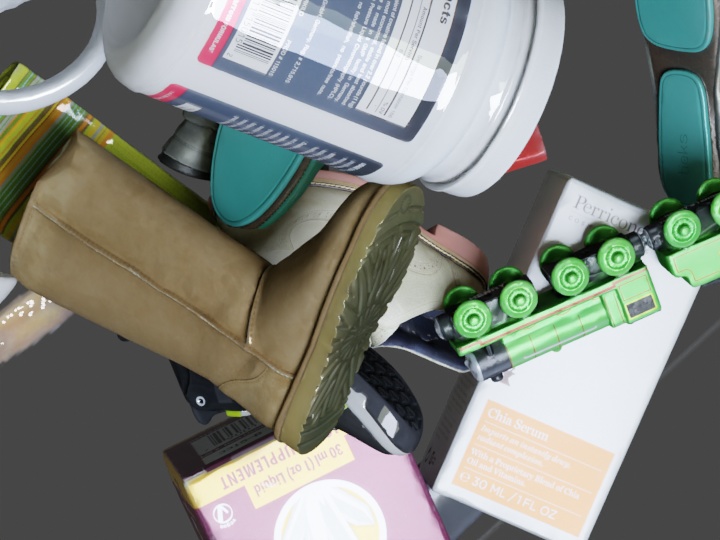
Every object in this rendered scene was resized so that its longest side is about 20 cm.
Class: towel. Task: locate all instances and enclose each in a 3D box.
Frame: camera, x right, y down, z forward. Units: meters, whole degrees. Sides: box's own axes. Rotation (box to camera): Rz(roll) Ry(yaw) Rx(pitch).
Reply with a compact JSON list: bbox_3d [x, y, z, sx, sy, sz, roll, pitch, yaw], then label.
[{"bbox_3d":[-0.145,-0.030,1.611,0.200,0.018,0.086,36,96,-28],"label":"towel"}]

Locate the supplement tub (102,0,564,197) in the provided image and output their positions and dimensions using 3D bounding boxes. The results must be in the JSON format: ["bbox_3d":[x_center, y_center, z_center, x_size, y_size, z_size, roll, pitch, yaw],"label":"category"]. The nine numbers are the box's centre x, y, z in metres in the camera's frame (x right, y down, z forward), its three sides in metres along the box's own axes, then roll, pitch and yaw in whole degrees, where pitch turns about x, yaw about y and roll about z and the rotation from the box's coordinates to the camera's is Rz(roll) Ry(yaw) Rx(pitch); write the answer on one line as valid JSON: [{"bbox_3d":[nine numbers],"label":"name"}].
[{"bbox_3d":[-0.014,-0.126,1.410,0.199,0.140,0.141,20,103,-23],"label":"supplement tub"}]

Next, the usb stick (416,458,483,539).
[{"bbox_3d":[0.099,0.092,1.742,0.200,0.033,0.055,-44,118,0],"label":"usb stick"}]

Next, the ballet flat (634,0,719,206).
[{"bbox_3d":[0.202,-0.132,1.683,0.064,0.067,0.201,-28,122,-39],"label":"ballet flat"}]

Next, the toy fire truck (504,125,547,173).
[{"bbox_3d":[0.049,-0.160,1.583,0.048,0.141,0.201,-17,77,5],"label":"toy fire truck"}]

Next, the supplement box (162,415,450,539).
[{"bbox_3d":[-0.015,0.173,1.664,0.130,0.103,0.201,-27,101,-8],"label":"supplement box"}]

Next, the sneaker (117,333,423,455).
[{"bbox_3d":[-0.055,0.057,1.593,0.083,0.200,0.072,-58,162,11],"label":"sneaker"}]

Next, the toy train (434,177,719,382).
[{"bbox_3d":[0.139,0.007,1.626,0.199,0.042,0.057,-24,109,-4],"label":"toy train"}]

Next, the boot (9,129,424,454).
[{"bbox_3d":[-0.081,-0.016,1.516,0.066,0.199,0.176,-25,144,-60],"label":"boot"}]

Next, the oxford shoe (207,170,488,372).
[{"bbox_3d":[0.000,0.000,1.623,0.199,0.074,0.071,20,139,-33],"label":"oxford shoe"}]

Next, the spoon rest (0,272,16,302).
[{"bbox_3d":[-0.285,-0.003,1.537,0.199,0.099,0.061,2,93,-8],"label":"spoon rest"}]

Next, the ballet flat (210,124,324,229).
[{"bbox_3d":[-0.024,-0.112,1.535,0.070,0.067,0.201,-14,128,-49],"label":"ballet flat"}]

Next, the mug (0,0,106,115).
[{"bbox_3d":[-0.196,-0.176,1.447,0.174,0.148,0.201,-19,85,-16],"label":"mug"}]

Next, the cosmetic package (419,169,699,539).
[{"bbox_3d":[0.121,0.052,1.684,0.101,0.071,0.201,22,93,-8],"label":"cosmetic package"}]

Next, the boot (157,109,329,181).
[{"bbox_3d":[-0.084,-0.112,1.572,0.199,0.068,0.131,14,106,-29],"label":"boot"}]
